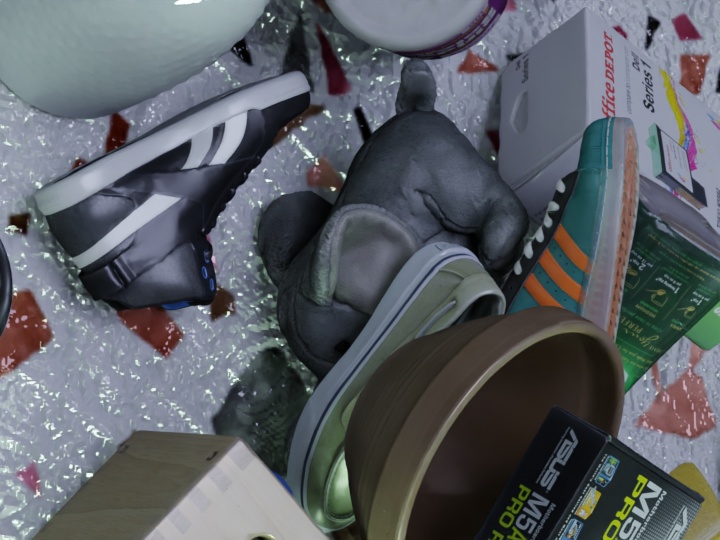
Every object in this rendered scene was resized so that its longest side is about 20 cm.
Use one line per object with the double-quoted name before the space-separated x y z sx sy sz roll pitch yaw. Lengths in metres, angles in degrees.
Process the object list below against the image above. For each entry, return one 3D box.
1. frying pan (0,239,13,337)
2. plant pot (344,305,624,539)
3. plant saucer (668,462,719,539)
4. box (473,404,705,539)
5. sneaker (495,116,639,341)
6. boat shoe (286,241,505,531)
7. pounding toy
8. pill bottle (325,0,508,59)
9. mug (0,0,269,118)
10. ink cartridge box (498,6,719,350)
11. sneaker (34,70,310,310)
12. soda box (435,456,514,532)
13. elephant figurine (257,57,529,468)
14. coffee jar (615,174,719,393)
"frying pan" -0.242 -0.030 1.593 0.115 0.031 0.190 23 68 -32
"plant pot" 0.057 0.100 1.580 0.201 0.093 0.201 -34 139 -35
"plant saucer" 0.198 0.259 1.799 0.200 0.048 0.200 -33 118 -38
"box" 0.110 0.191 1.596 0.200 0.044 0.160 -59 147 -2
"sneaker" 0.122 -0.001 1.681 0.071 0.080 0.200 -26 127 -73
"boat shoe" 0.019 0.077 1.661 0.072 0.062 0.200 19 104 -34
"pounding toy" -0.064 0.185 1.587 0.142 0.184 0.200 -46 108 -20
"pill bottle" 0.039 -0.191 1.737 0.200 0.112 0.112 -14 86 -81
"mug" -0.112 -0.189 1.635 0.200 0.175 0.148 -22 92 -39
"ink cartridge box" 0.194 -0.063 1.862 0.200 0.084 0.145 36 34 -25
"sneaker" -0.099 -0.039 1.680 0.200 0.073 0.112 -29 100 -30
"soda box" 0.045 0.214 1.676 0.063 0.068 0.200 12 85 0
"elephant figurine" 0.000 0.000 1.712 0.200 0.142 0.155 -33 70 -22
"coffee jar" 0.147 0.038 1.770 0.104 0.200 0.085 31 18 -28
